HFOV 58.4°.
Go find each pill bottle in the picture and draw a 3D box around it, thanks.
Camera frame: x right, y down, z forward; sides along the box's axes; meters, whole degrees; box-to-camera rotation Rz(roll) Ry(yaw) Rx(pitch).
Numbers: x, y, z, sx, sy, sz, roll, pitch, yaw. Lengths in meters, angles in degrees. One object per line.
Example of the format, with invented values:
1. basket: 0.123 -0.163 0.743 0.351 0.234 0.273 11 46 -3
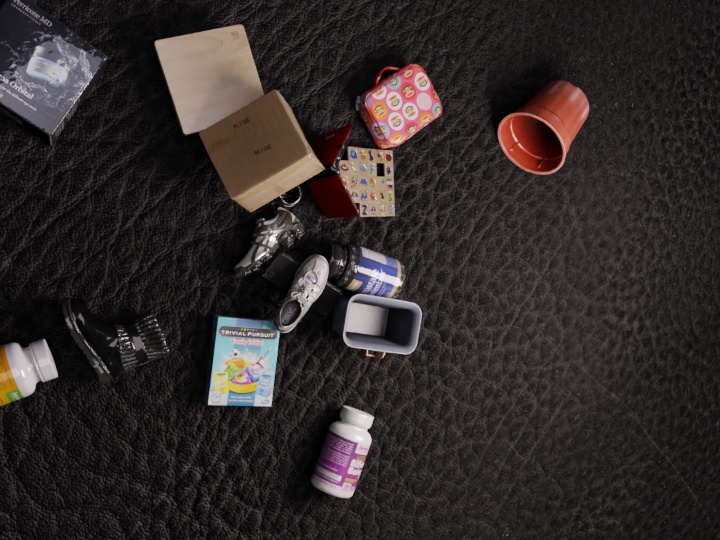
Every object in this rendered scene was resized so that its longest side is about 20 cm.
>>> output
1. pill bottle: -0.038 0.440 1.579 0.112 0.112 0.201 22 84 -24
2. pill bottle: 0.000 0.000 1.577 0.199 0.112 0.112 18 85 -24
3. pill bottle: -0.707 0.207 1.257 0.199 0.111 0.112 -20 101 -23

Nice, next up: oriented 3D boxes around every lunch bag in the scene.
1. lunch bag: 0.092 -0.421 1.616 0.200 0.082 0.177 -36 106 -19

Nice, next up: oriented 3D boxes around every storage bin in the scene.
1. storage bin: 0.027 0.135 1.583 0.199 0.134 0.146 10 88 -24

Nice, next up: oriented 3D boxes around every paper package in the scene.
1. paper package: -0.212 -0.257 1.389 0.199 0.103 0.191 -30 75 6

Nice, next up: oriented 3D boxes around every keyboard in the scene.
1. keyboard: -0.150 0.050 1.535 0.200 0.021 0.127 36 100 -27

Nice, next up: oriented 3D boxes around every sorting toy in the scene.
1. sorting toy: -0.331 -0.417 1.426 0.199 0.070 0.200 -21 101 -23

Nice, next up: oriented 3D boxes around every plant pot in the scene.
1. plant pot: 0.512 -0.402 1.763 0.195 0.200 0.201 -48 110 -24

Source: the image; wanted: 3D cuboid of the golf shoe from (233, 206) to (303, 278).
1. golf shoe: -0.228 -0.065 1.499 0.200 0.078 0.095 -41 86 -16

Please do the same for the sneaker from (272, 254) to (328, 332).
1. sneaker: -0.130 0.058 1.468 0.074 0.082 0.201 28 88 -9

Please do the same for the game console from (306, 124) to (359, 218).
1. game console: -0.051 -0.225 1.494 0.118 0.200 0.173 30 80 -24

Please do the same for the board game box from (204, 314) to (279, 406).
1. board game box: -0.273 0.210 1.495 0.150 0.047 0.201 6 90 -25

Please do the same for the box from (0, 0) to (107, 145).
1. box: -0.639 -0.390 1.260 0.196 0.117 0.201 34 77 -22

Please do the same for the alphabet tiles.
1. alphabet tiles: 0.017 -0.217 1.591 0.199 0.008 0.168 -6 96 -47

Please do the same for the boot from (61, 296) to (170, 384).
1. boot: -0.512 0.120 1.359 0.157 0.079 0.212 -28 114 -14

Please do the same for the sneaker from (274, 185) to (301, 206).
1. sneaker: -0.218 -0.206 1.473 0.199 0.099 0.071 25 84 -22
